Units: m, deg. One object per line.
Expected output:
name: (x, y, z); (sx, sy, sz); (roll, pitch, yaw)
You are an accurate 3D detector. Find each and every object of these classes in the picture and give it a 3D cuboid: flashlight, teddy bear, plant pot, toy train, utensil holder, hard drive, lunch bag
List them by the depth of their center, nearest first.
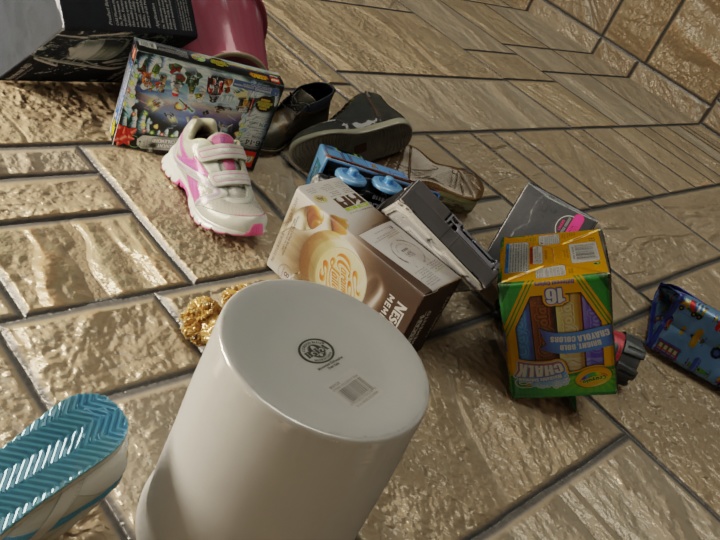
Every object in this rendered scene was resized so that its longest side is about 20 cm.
utensil holder: (-0.060, 0.132, 0.598); (0.168, 0.201, 0.171); (18, 31, -11)
teddy bear: (-0.090, 0.080, 0.784); (0.144, 0.067, 0.201); (0, 39, -33)
hard drive: (0.080, -0.032, 0.965); (0.140, 0.038, 0.200); (46, -11, -6)
flashlight: (0.271, 0.081, 1.065); (0.198, 0.068, 0.068); (25, 35, 5)
toy train: (0.019, -0.107, 1.134); (0.198, 0.087, 0.115); (14, 27, -20)
plant pot: (-0.218, -0.320, 1.178); (0.198, 0.201, 0.180); (2, 49, -35)
lunch bag: (0.522, 0.089, 1.235); (0.150, 0.095, 0.200); (30, 18, 8)

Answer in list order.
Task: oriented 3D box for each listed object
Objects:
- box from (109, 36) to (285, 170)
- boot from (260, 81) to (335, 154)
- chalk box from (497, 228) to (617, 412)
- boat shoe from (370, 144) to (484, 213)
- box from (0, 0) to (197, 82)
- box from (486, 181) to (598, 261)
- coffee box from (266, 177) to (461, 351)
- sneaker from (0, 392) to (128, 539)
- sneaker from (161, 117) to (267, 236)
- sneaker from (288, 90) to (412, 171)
box: (-0.214, -0.213, 1.062); (0.198, 0.138, 0.040); (7, 37, -29)
boot: (-0.117, -0.234, 1.206); (0.075, 0.097, 0.199); (40, 33, 22)
chalk box: (0.234, 0.070, 0.957); (0.123, 0.202, 0.125); (-4, 26, 13)
boat shoe: (0.094, -0.142, 1.276); (0.198, 0.063, 0.074); (24, 57, 1)
box: (-0.355, -0.333, 1.054); (0.196, 0.199, 0.125); (-11, 90, -47)
box: (0.245, -0.044, 1.114); (0.105, 0.123, 0.200); (31, 10, 8)
coffee box: (0.000, 0.000, 0.926); (0.200, 0.115, 0.079); (39, 33, 22)
sneaker: (-0.244, 0.165, 0.537); (0.199, 0.081, 0.077); (-27, 59, -31)
sneaker: (-0.177, -0.119, 0.995); (0.081, 0.089, 0.200); (-9, 46, -45)
sneaker: (-0.030, -0.213, 1.239); (0.198, 0.075, 0.106); (-14, 45, -23)
